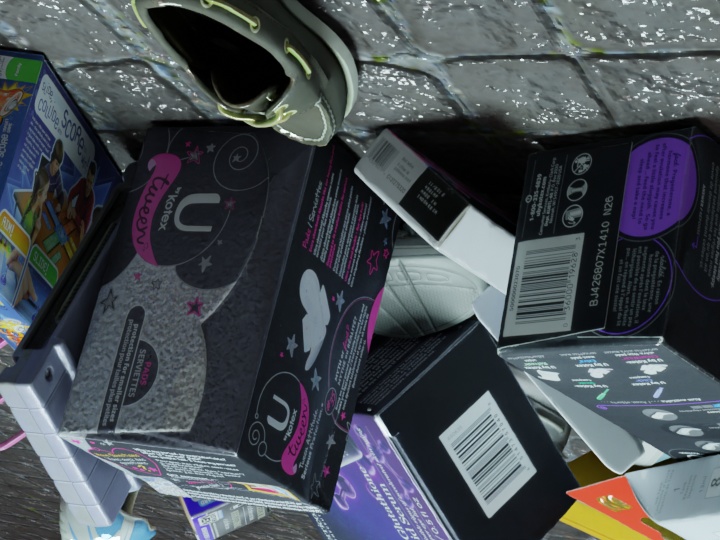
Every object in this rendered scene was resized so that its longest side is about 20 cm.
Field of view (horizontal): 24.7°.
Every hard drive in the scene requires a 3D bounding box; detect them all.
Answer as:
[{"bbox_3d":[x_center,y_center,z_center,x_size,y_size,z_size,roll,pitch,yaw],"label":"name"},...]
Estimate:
[{"bbox_3d":[0.129,0.072,1.049,0.132,0.027,0.200,49,-177,10],"label":"hard drive"}]

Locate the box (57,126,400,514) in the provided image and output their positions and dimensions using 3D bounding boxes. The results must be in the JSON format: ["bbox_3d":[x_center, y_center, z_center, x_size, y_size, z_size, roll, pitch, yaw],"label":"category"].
[{"bbox_3d":[-0.075,0.026,0.968,0.132,0.201,0.115,2,157,30],"label":"box"}]

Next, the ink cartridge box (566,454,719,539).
[{"bbox_3d":[0.231,0.173,0.989,0.160,0.047,0.200,30,155,-16],"label":"ink cartridge box"}]

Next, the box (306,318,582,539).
[{"bbox_3d":[0.029,0.119,1.124,0.148,0.104,0.200,58,153,-16],"label":"box"}]

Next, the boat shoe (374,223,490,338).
[{"bbox_3d":[0.000,0.001,1.080,0.201,0.065,0.074,-10,132,39],"label":"boat shoe"}]

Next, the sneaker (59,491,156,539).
[{"bbox_3d":[-0.184,0.115,1.199,0.072,0.201,0.072,-11,150,2],"label":"sneaker"}]

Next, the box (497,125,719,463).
[{"bbox_3d":[0.180,0.022,0.897,0.106,0.123,0.200,-7,153,42],"label":"box"}]

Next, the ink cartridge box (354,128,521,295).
[{"bbox_3d":[0.088,-0.007,0.948,0.200,0.037,0.095,34,-172,-42],"label":"ink cartridge box"}]

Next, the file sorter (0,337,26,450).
[{"bbox_3d":[-0.285,0.021,1.131,0.125,0.139,0.200,-35,143,13],"label":"file sorter"}]

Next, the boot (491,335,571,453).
[{"bbox_3d":[0.071,0.096,1.228,0.199,0.096,0.074,19,161,-15],"label":"boot"}]

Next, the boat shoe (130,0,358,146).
[{"bbox_3d":[-0.056,-0.106,0.794,0.072,0.061,0.202,7,160,21],"label":"boat shoe"}]

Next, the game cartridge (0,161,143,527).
[{"bbox_3d":[-0.146,0.043,1.018,0.038,0.200,0.130,-5,131,26],"label":"game cartridge"}]

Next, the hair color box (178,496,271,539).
[{"bbox_3d":[-0.131,0.090,1.204,0.065,0.201,0.109,-24,163,-9],"label":"hair color box"}]

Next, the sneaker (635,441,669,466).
[{"bbox_3d":[0.244,0.104,1.165,0.082,0.074,0.200,18,162,-2],"label":"sneaker"}]

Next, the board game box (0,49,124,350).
[{"bbox_3d":[-0.195,-0.028,1.004,0.034,0.136,0.200,9,160,11],"label":"board game box"}]

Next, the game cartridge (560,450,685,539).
[{"bbox_3d":[0.256,0.183,1.230,0.199,0.033,0.176,24,-156,31],"label":"game cartridge"}]
